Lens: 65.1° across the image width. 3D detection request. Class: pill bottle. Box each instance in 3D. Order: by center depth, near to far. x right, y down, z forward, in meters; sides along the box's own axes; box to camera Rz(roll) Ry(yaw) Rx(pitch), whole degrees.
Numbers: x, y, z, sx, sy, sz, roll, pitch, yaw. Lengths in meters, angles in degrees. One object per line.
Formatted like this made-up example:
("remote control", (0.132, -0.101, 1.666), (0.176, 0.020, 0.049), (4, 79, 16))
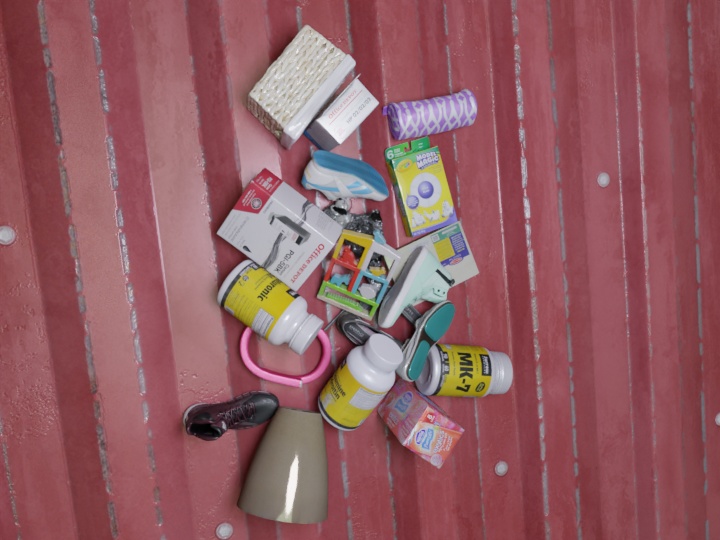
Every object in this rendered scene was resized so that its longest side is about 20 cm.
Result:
("pill bottle", (-0.176, 0.077, 1.122), (0.199, 0.111, 0.112), (35, 85, 5))
("pill bottle", (0.002, 0.229, 1.169), (0.111, 0.112, 0.201), (26, 117, -15))
("pill bottle", (0.230, 0.225, 1.265), (0.198, 0.114, 0.115), (6, 93, -18))

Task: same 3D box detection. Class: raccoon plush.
("raccoon plush", (-0.021, -0.051, 1.184), (0.133, 0.097, 0.202), (-4, 84, -8))

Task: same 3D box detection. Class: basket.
("basket", (-0.124, -0.362, 1.121), (0.123, 0.135, 0.201), (38, 84, -12))

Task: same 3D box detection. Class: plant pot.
("plant pot", (-0.142, 0.389, 1.161), (0.186, 0.187, 0.202), (13, 79, -15))

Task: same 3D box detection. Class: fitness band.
("fitness band", (-0.159, 0.167, 1.201), (0.199, 0.037, 0.145), (18, 89, -16))

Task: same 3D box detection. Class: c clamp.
("c clamp", (0.046, 0.124, 1.254), (0.200, 0.027, 0.171), (39, 94, -11))

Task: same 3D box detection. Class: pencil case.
("pencil case", (0.156, -0.342, 1.224), (0.198, 0.084, 0.086), (-15, 63, -15))

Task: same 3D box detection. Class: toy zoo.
("toy zoo", (0.000, 0.000, 1.169), (0.130, 0.021, 0.201), (22, 120, -1))

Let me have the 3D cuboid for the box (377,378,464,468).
("box", (0.122, 0.318, 1.200), (0.102, 0.200, 0.095), (35, 87, -13))

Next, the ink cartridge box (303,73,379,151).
("ink cartridge box", (-0.038, -0.303, 1.113), (0.068, 0.200, 0.115), (43, 84, -13))

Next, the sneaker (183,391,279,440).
("sneaker", (-0.258, 0.305, 1.144), (0.198, 0.115, 0.076), (-10, 97, -13))

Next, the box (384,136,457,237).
("box", (0.133, -0.186, 1.246), (0.116, 0.048, 0.202), (-19, 97, -13))

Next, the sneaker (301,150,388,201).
("sneaker", (-0.029, -0.187, 1.193), (0.199, 0.081, 0.077), (15, 45, -31))

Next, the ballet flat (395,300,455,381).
("ballet flat", (0.130, 0.142, 1.205), (0.069, 0.069, 0.201), (39, 68, -14))

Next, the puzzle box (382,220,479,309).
("puzzle box", (0.160, -0.013, 1.276), (0.199, 0.025, 0.134), (-25, 100, -12))

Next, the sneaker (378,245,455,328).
("sneaker", (0.126, 0.060, 1.210), (0.118, 0.074, 0.201), (38, 72, -15))

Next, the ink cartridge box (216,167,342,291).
("ink cartridge box", (-0.158, -0.078, 1.121), (0.199, 0.083, 0.147), (36, 118, -9))

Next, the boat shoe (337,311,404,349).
("boat shoe", (0.034, 0.160, 1.215), (0.199, 0.057, 0.067), (34, 94, -10))
